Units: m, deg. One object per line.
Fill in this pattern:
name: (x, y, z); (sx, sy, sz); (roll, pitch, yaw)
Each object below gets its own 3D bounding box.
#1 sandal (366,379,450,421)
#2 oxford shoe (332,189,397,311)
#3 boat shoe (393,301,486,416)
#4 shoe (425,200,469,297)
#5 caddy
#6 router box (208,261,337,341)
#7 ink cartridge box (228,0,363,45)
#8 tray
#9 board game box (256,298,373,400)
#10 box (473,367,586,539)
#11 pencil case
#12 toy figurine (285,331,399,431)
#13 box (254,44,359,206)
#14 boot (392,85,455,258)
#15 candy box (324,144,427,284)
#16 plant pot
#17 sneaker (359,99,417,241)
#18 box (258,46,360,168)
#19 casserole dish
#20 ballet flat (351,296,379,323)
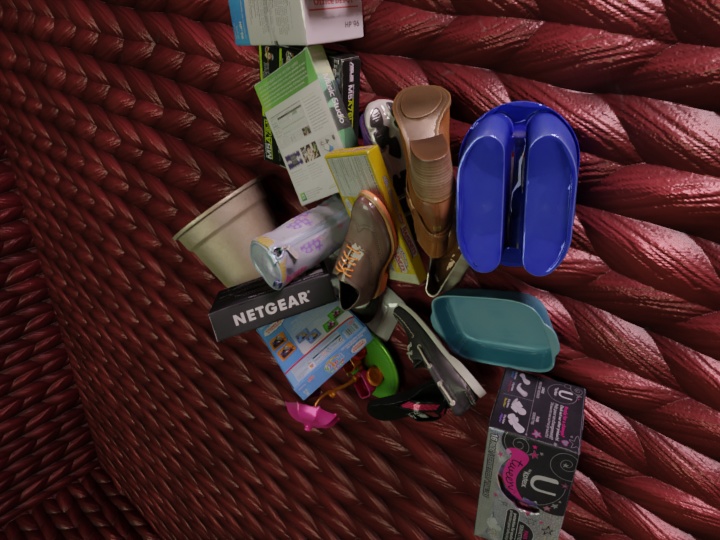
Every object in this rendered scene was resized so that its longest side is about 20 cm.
sandal: (0.096, 0.226, 0.905); (0.198, 0.046, 0.075); (-24, 126, 30)
oxford shoe: (0.001, -0.018, 0.763); (0.071, 0.073, 0.202); (34, 144, 28)
boat shoe: (0.106, 0.132, 0.849); (0.200, 0.060, 0.074); (48, 180, 28)
shoe: (0.136, -0.042, 0.759); (0.070, 0.053, 0.202); (38, 134, 25)
caddy: (0.181, -0.090, 0.649); (0.138, 0.105, 0.204); (5, 116, 18)
router box: (-0.144, 0.042, 0.916); (0.149, 0.196, 0.052); (-126, 17, -76)
ink cartridge box: (-0.076, -0.352, 0.765); (0.198, 0.115, 0.069); (19, 125, 39)
tray: (-0.012, 0.032, 0.978); (0.200, 0.022, 0.108); (44, 137, 21)
board game box: (-0.085, 0.109, 0.954); (0.200, 0.151, 0.037); (40, 168, 53)
box: (0.229, 0.262, 0.750); (0.112, 0.132, 0.204); (10, 120, 20)
pencil case: (-0.078, -0.054, 0.866); (0.083, 0.199, 0.091); (47, 146, 13)
toy figurine: (-0.057, 0.186, 0.974); (0.202, 0.183, 0.150); (57, 145, 3)
box: (-0.074, -0.211, 0.836); (0.143, 0.036, 0.203); (-10, 106, 47)
boot: (0.083, -0.131, 0.711); (0.072, 0.203, 0.156); (-3, 136, 8)
candy box: (0.022, -0.075, 0.775); (0.101, 0.026, 0.203); (9, 129, 50)
plant pot: (-0.215, -0.043, 1.042); (0.199, 0.200, 0.185); (-23, 106, 49)
sneaker: (0.056, -0.142, 0.792); (0.204, 0.079, 0.083); (69, 164, -9)
box: (-0.085, -0.251, 0.884); (0.191, 0.047, 0.204); (28, 130, 36)
casserole dish: (0.186, 0.076, 0.767); (0.198, 0.039, 0.123); (3, 127, 46)
ballet flat: (0.000, 0.000, 0.891); (0.067, 0.068, 0.204); (25, 119, 32)
